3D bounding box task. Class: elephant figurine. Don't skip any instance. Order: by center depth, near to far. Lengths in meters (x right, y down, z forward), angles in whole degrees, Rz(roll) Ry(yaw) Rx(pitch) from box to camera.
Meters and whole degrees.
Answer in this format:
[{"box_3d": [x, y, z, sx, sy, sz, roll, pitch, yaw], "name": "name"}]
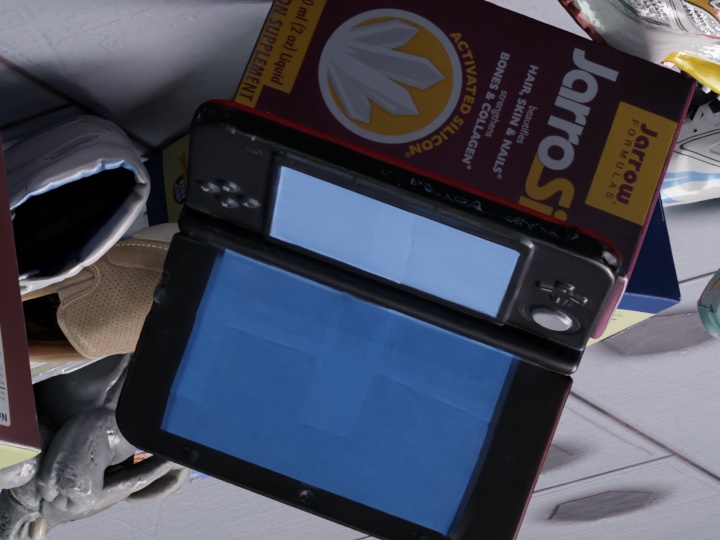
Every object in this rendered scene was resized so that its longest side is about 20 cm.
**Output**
[{"box_3d": [-0.179, 0.107, 1.848, 0.154, 0.142, 0.200, 3, 157, 10], "name": "elephant figurine"}]

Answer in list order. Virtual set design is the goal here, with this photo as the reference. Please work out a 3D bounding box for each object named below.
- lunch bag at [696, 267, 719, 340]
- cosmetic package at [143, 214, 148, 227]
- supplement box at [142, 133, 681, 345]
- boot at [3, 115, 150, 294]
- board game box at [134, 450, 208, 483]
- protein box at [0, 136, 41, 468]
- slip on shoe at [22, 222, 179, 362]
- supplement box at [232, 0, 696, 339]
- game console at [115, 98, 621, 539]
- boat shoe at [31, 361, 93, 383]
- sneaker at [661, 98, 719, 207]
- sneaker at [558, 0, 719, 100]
[{"box_3d": [0.295, -0.001, 1.721, 0.199, 0.123, 0.170, -14, 180, 1], "name": "lunch bag"}, {"box_3d": [-0.086, 0.040, 1.738, 0.050, 0.083, 0.200, -7, 155, 5], "name": "cosmetic package"}, {"box_3d": [0.024, -0.021, 1.561, 0.199, 0.135, 0.199, 8, 154, -41], "name": "supplement box"}, {"box_3d": [-0.196, -0.011, 1.467, 0.199, 0.074, 0.096, -35, -164, -5], "name": "boot"}, {"box_3d": [-0.161, 0.115, 2.016, 0.135, 0.035, 0.200, -19, 160, 25], "name": "board game box"}, {"box_3d": [-0.279, 0.010, 1.397, 0.198, 0.201, 0.135, -19, 159, 26], "name": "protein box"}, {"box_3d": [-0.127, 0.019, 1.501, 0.199, 0.061, 0.076, 5, 133, 44], "name": "slip on shoe"}, {"box_3d": [0.043, -0.062, 1.366, 0.199, 0.111, 0.086, 20, 160, 2], "name": "supplement box"}, {"box_3d": [-0.001, 0.033, 1.317, 0.199, 0.119, 0.173, 20, 159, 2], "name": "game console"}, {"box_3d": [-0.216, 0.043, 1.728, 0.201, 0.075, 0.065, -20, 156, 8], "name": "boat shoe"}, {"box_3d": [0.193, -0.071, 1.634, 0.198, 0.073, 0.072, -2, -168, 15], "name": "sneaker"}, {"box_3d": [0.154, -0.143, 1.397, 0.199, 0.078, 0.082, 14, 123, -42], "name": "sneaker"}]
